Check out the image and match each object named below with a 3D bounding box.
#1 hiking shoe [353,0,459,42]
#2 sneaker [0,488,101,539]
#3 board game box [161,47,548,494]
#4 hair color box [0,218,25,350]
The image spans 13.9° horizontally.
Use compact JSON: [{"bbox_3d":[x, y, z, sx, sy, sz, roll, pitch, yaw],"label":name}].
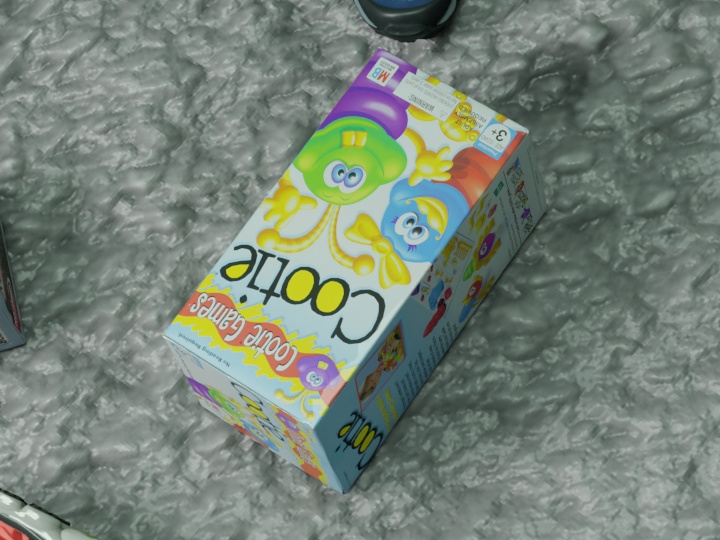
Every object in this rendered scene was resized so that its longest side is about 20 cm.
[{"bbox_3d":[0.021,-0.230,1.700,0.074,0.087,0.200,-4,66,8],"label":"hiking shoe"},{"bbox_3d":[-0.176,0.172,1.568,0.200,0.077,0.085,23,78,19],"label":"sneaker"},{"bbox_3d":[0.000,0.000,1.594,0.103,0.105,0.200,30,74,21],"label":"board game box"},{"bbox_3d":[-0.298,0.015,1.663,0.200,0.061,0.099,-16,65,3],"label":"hair color box"}]
